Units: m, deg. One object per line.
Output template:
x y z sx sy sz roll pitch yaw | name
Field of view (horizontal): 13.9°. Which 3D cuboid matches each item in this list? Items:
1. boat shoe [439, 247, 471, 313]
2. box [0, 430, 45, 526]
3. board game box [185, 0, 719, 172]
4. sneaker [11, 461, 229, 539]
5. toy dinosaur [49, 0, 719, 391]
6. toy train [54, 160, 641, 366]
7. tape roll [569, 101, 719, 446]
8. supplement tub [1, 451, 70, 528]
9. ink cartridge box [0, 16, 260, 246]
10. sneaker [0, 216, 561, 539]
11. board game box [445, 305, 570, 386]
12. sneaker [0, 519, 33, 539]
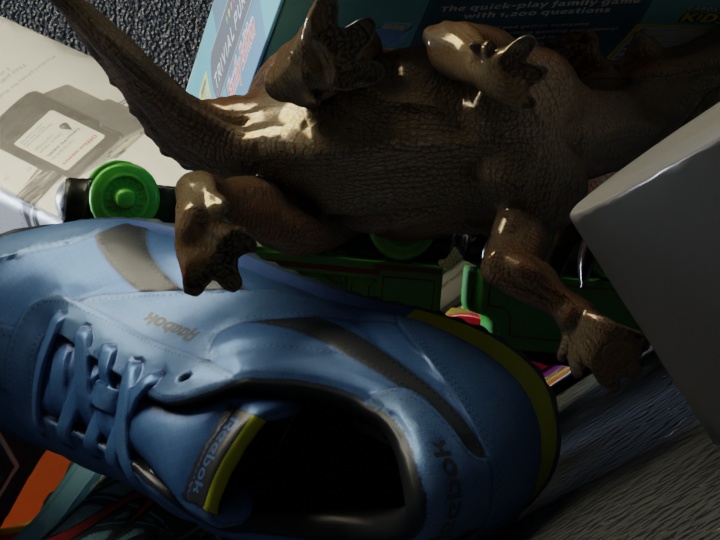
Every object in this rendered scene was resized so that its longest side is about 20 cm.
0.052 -0.031 1.148 0.074 0.065 0.202 -25 -6 -30 | boat shoe
-0.210 0.059 0.832 0.123 0.200 0.199 11 54 27 | box
0.037 -0.075 0.853 0.151 0.047 0.200 -4 -21 -13 | board game box
-0.062 0.100 0.827 0.200 0.079 0.095 -35 22 -28 | sneaker
0.012 -0.034 0.785 0.199 0.086 0.136 9 11 -3 | toy dinosaur
0.000 0.000 0.955 0.199 0.057 0.042 5 3 -9 | toy train
0.148 -0.040 0.669 0.200 0.066 0.200 -33 0 0 | tape roll
-0.128 0.093 1.129 0.122 0.123 0.200 -33 2 -19 | supplement tub
-0.093 0.000 1.196 0.083 0.145 0.200 -41 43 -24 | ink cartridge box
-0.048 0.031 0.785 0.200 0.066 0.078 13 18 28 | sneaker
0.058 0.021 1.127 0.158 0.039 0.200 -33 2 -12 | board game box
-0.132 0.123 0.945 0.200 0.077 0.073 -44 5 -18 | sneaker
